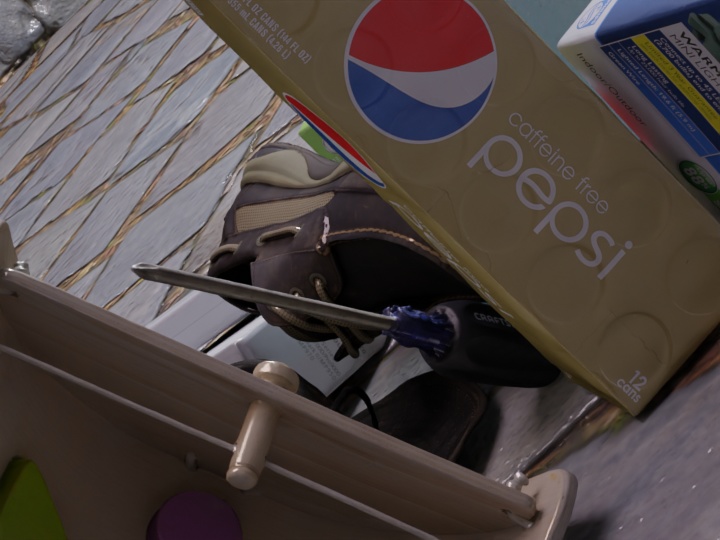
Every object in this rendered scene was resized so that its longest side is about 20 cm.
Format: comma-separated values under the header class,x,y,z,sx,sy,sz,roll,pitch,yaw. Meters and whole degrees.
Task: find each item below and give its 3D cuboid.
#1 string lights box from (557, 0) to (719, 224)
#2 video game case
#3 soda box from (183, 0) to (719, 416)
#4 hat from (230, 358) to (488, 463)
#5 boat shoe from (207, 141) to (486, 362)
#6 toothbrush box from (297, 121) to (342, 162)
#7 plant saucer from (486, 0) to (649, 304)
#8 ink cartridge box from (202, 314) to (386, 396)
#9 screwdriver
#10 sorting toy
class,x,y,z,sx,sy,sz,roll,pitch,yaw
string lights box,0.153,-0.065,0.709,0.059,0.103,0.200,-50,15,-18
video game case,-0.096,0.036,1.163,0.200,0.024,0.182,-36,1,23
soda box,0.035,-0.045,0.786,0.068,0.200,0.064,-47,15,-4
hat,-0.049,0.087,0.903,0.201,0.081,0.201,-43,15,15
boat shoe,0.000,0.000,0.919,0.073,0.074,0.200,-60,21,-9
toothbrush box,0.085,-0.116,1.062,0.200,0.086,0.146,-35,19,38
plant saucer,0.062,-0.076,0.929,0.036,0.201,0.200,-5,-8,-30
ink cartridge box,-0.040,0.041,1.112,0.162,0.057,0.200,-34,-1,40
screwdriver,-0.001,0.012,0.801,0.028,0.200,0.029,-16,65,41
sorting toy,-0.062,0.114,0.735,0.107,0.199,0.180,122,172,-61
